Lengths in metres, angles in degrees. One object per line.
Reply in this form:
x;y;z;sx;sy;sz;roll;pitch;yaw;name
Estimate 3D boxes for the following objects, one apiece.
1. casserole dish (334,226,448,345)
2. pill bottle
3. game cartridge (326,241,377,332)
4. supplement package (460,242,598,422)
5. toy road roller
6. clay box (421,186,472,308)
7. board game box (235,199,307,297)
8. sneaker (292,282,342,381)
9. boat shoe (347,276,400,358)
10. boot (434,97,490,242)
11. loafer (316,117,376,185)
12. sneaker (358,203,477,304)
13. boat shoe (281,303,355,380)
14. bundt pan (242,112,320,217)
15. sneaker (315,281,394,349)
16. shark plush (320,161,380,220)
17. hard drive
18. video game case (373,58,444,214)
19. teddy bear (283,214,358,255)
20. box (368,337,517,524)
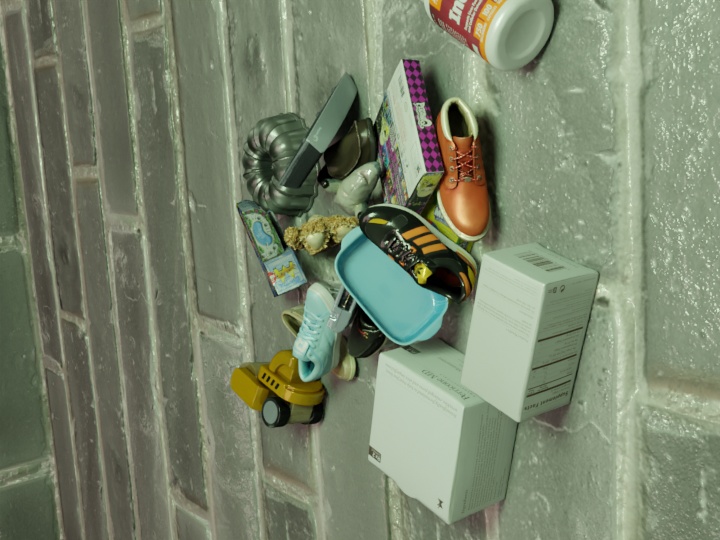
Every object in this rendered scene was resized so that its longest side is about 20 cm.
0.045;0.022;1.358;0.201;0.121;0.039;50;166;1;casserole dish
0.158;-0.364;1.208;0.200;0.112;0.114;46;132;36;pill bottle
0.000;0.000;1.458;0.133;0.040;0.203;-71;2;-85;game cartridge
0.228;0.082;1.218;0.116;0.116;0.203;30;121;44;supplement package
-0.151;0.210;1.759;0.199;0.122;0.148;30;108;43;toy road roller
0.120;-0.056;1.386;0.115;0.047;0.203;44;131;37;clay box
-0.158;-0.032;1.642;0.200;0.061;0.203;-143;31;-73;board game box
-0.080;0.118;1.554;0.073;0.082;0.203;26;135;33;sneaker
0.019;0.075;1.460;0.074;0.062;0.203;52;135;23;boat shoe
0.144;-0.144;1.267;0.107;0.074;0.204;90;170;-81;boot
-0.026;-0.183;1.492;0.200;0.070;0.074;122;143;-58;loafer
0.083;-0.024;1.298;0.198;0.090;0.070;31;121;-6;sneaker
-0.081;0.139;1.685;0.200;0.064;0.073;48;133;35;boat shoe
-0.162;-0.199;1.705;0.200;0.075;0.206;17;112;49;bundt pan
-0.007;0.059;1.575;0.198;0.074;0.083;29;115;33;sneaker
0.006;-0.124;1.460;0.091;0.200;0.084;40;87;14;shark plush
-0.068;-0.233;1.502;0.042;0.202;0.135;31;137;-9;hard drive
0.067;-0.184;1.360;0.182;0.035;0.203;117;147;-58;video game case
-0.064;-0.069;1.540;0.143;0.200;0.068;-21;92;8;teddy bear
0.126;0.242;1.381;0.198;0.129;0.204;28;120;46;box
